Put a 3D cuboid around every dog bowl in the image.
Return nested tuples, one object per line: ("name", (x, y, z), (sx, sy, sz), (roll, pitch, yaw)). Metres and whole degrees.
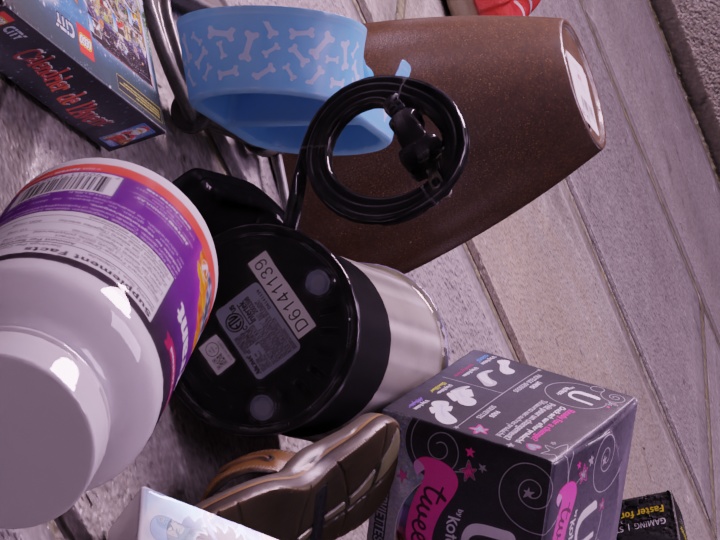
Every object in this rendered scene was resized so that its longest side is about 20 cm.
("dog bowl", (-0.039, -0.109, 1.648), (0.200, 0.111, 0.050), (31, 60, -71))

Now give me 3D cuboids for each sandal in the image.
("sandal", (-0.050, 0.123, 1.499), (0.200, 0.055, 0.082), (-32, 139, -47))

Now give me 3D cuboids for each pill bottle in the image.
("pill bottle", (-0.135, 0.033, 1.249), (0.200, 0.111, 0.112), (-68, 139, -65))

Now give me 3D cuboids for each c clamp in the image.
("c clamp", (-0.085, -0.113, 1.732), (0.200, 0.027, 0.171), (29, 46, -68))

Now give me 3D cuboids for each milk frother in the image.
("milk frother", (0.000, 0.000, 1.599), (0.188, 0.200, 0.181), (19, 52, -72))

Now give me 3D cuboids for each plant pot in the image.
("plant pot", (0.059, -0.097, 1.900), (0.187, 0.200, 0.187), (-16, 90, -75))

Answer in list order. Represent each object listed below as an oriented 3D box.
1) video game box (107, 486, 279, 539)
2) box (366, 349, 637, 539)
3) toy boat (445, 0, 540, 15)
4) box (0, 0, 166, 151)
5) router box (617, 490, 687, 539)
("video game box", (-0.040, 0.218, 1.340), (0.182, 0.047, 0.200), (25, 39, -21))
("box", (0.078, 0.168, 1.635), (0.132, 0.115, 0.200), (-29, 129, -59))
("toy boat", (0.145, -0.287, 2.530), (0.200, 0.131, 0.131), (-58, 130, -70))
("box", (-0.168, -0.159, 1.468), (0.200, 0.038, 0.137), (39, 37, -64))
("router box", (0.115, 0.232, 1.753), (0.051, 0.200, 0.149), (58, 21, -58))
